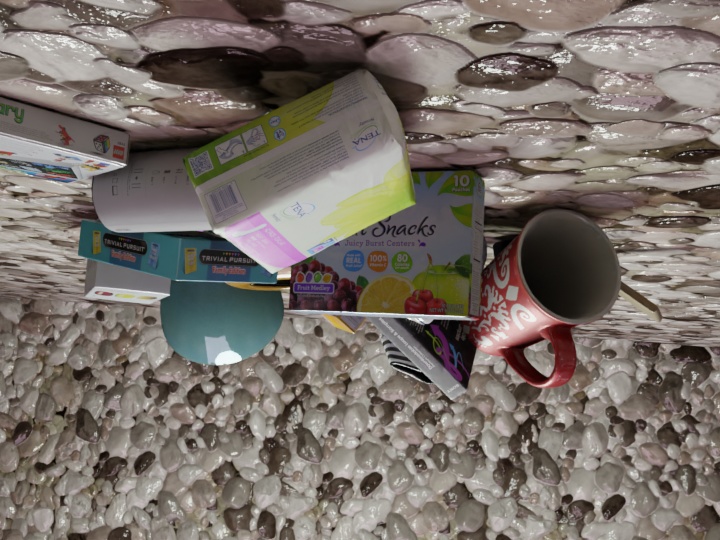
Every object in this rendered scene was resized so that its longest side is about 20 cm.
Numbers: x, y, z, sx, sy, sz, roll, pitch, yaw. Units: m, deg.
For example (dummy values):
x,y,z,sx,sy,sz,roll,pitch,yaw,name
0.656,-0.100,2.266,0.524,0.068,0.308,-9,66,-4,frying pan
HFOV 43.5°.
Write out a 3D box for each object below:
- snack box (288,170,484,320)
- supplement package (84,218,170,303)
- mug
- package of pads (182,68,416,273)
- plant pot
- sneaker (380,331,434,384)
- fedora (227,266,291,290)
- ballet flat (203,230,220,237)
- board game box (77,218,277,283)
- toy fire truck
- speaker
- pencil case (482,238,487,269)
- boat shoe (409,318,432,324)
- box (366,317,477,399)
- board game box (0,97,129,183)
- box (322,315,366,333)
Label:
x,y,z,sx,sy,sz,roll,pitch,yaw,name
0.026,-0.026,0.925,0.196,0.146,0.053,1,173,23,snack box
-0.350,-0.015,1.363,0.111,0.112,0.199,7,172,-20,supplement package
0.194,0.044,1.079,0.132,0.180,0.200,30,155,-7,mug
-0.033,-0.069,0.709,0.152,0.069,0.200,-26,169,3,package of pads
-0.221,0.023,1.393,0.195,0.203,0.136,4,138,6,plant pot
0.125,0.099,1.273,0.196,0.118,0.076,-8,163,-10,sneaker
-0.097,-0.020,1.247,0.196,0.084,0.201,-3,174,0,fedora
-0.172,-0.076,1.024,0.196,0.071,0.069,6,174,28,ballet flat
-0.216,-0.024,1.070,0.197,0.048,0.149,10,-175,41,board game box
0.303,0.019,1.253,0.196,0.132,0.175,-12,165,25,toy fire truck
-0.165,-0.079,0.880,0.196,0.083,0.081,-1,171,29,speaker
0.079,-0.038,1.040,0.082,0.092,0.199,-25,162,22,pencil case
0.000,0.000,1.031,0.199,0.070,0.071,42,-165,-9,boat shoe
0.071,0.047,1.140,0.200,0.144,0.036,43,125,-12,box
-0.328,-0.123,0.821,0.198,0.035,0.125,12,169,-43,board game box
-0.002,0.027,1.288,0.041,0.120,0.200,40,174,-6,box
